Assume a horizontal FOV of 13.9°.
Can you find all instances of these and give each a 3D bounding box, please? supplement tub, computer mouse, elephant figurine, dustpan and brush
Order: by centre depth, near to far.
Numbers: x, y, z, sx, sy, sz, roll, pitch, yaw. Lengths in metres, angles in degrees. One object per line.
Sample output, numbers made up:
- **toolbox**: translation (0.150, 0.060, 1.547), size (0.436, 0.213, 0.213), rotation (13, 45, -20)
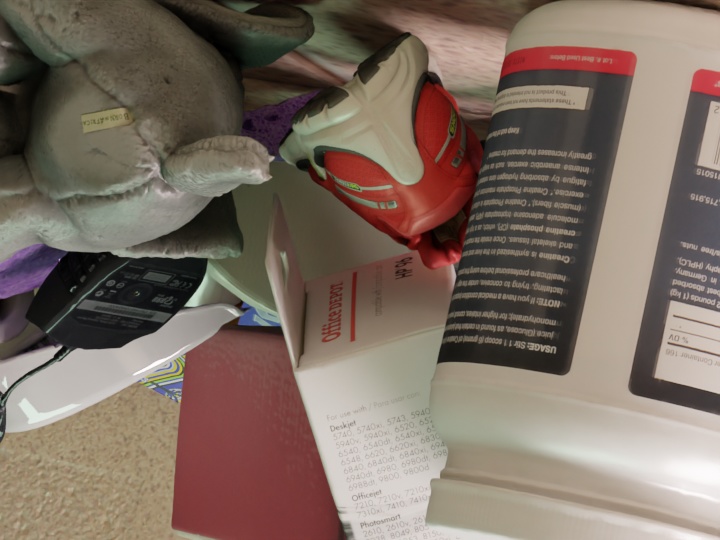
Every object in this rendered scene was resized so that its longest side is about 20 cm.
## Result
- **supplement tub**: translation (0.104, 0.010, 1.094), size (0.140, 0.200, 0.140), rotation (13, 174, 1)
- **elephant figurine**: translation (-0.086, -0.072, 1.197), size (0.141, 0.155, 0.200), rotation (-34, 170, 23)
- **computer mouse**: translation (-0.137, 0.030, 1.294), size (0.059, 0.034, 0.200), rotation (13, 135, -47)
- **dustpan and brush**: translation (-0.166, 0.045, 1.375), size (0.057, 0.200, 0.140), rotation (62, 157, -14)

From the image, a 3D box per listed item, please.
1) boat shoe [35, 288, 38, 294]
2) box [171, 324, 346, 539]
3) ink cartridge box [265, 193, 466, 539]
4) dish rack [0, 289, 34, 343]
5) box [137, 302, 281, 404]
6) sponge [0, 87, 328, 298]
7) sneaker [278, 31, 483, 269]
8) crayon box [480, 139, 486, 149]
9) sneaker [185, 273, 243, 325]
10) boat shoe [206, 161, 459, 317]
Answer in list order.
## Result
- **boat shoe**: translation (-0.154, -0.002, 1.584), size (0.074, 0.066, 0.199), rotation (26, -149, -21)
- **box**: translation (0.016, 0.087, 1.414), size (0.128, 0.109, 0.200), rotation (5, 180, -35)
- **ink cartridge box**: translation (0.021, 0.066, 1.200), size (0.068, 0.200, 0.116), rotation (-16, -164, 4)
- **dish rack**: translation (-0.240, -0.053, 1.333), size (0.200, 0.172, 0.044), rotation (17, 146, -40)
- **box**: translation (-0.056, 0.017, 1.588), size (0.070, 0.064, 0.200), rotation (29, 151, -12)
- **sponge**: translation (-0.104, -0.030, 1.334), size (0.200, 0.030, 0.112), rotation (-18, 169, -46)
- **sneaker**: translation (0.016, -0.039, 1.198), size (0.085, 0.077, 0.200), rotation (56, -176, 1)
- **crayon box**: translation (0.165, -0.016, 1.404), size (0.200, 0.052, 0.126), rotation (17, 172, -28)
- **sneaker**: translation (-0.134, -0.025, 1.520), size (0.073, 0.085, 0.200), rotation (-23, -138, -34)
- **boat shoe**: translation (0.001, -0.001, 1.341), size (0.201, 0.070, 0.072), rotation (14, 172, -29)
